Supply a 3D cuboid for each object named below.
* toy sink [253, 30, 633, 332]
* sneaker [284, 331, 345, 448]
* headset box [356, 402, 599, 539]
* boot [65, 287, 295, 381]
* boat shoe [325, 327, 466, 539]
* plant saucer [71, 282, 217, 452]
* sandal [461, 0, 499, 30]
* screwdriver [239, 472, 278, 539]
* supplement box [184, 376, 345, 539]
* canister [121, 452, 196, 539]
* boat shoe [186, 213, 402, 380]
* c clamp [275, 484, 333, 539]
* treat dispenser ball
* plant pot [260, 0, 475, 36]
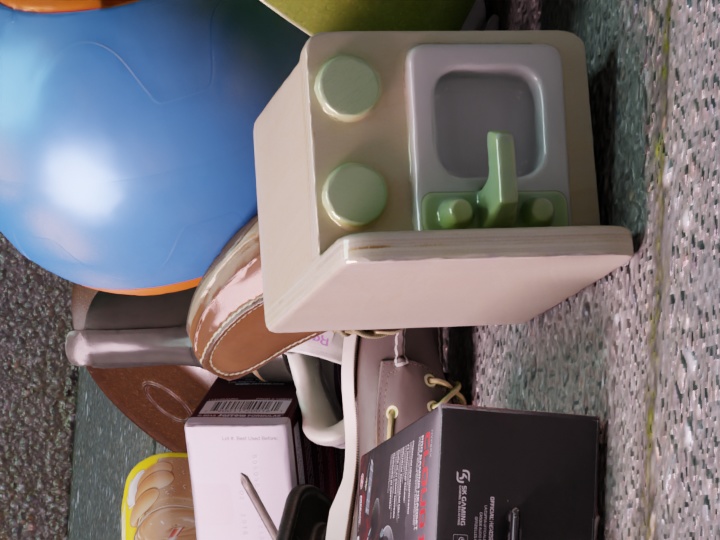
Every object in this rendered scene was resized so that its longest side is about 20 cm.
[{"bbox_3d":[0.032,-0.043,1.310,0.200,0.129,0.113,138,128,-76],"label":"toy sink"},{"bbox_3d":[0.000,0.000,1.570,0.099,0.074,0.202,-21,-67,-61],"label":"sneaker"},{"bbox_3d":[0.050,0.145,1.311,0.200,0.077,0.150,135,139,-76],"label":"headset box"},{"bbox_3d":[-0.072,0.003,1.687,0.200,0.137,0.078,-42,-53,-63],"label":"boot"},{"bbox_3d":[0.025,0.084,1.514,0.072,0.059,0.202,21,-107,-59],"label":"boat shoe"},{"bbox_3d":[-0.118,0.076,1.930,0.037,0.200,0.201,-53,-3,-24],"label":"plant saucer"},{"bbox_3d":[0.046,-0.130,1.524,0.079,0.059,0.208,-27,38,58],"label":"sandal"},{"bbox_3d":[-0.022,0.178,1.575,0.028,0.029,0.201,28,146,50],"label":"screwdriver"},{"bbox_3d":[-0.046,0.102,1.666,0.200,0.060,0.110,-57,-36,-70],"label":"supplement box"},{"bbox_3d":[-0.074,0.205,1.752,0.201,0.147,0.087,-97,15,-52],"label":"canister"},{"bbox_3d":[-0.003,-0.005,1.465,0.200,0.075,0.074,-39,55,21],"label":"boat shoe"},{"bbox_3d":[-0.006,0.211,1.527,0.171,0.027,0.200,54,-158,-25],"label":"c clamp"},{"bbox_3d":[-0.115,-0.088,1.530,0.201,0.199,0.202,-175,90,-79],"label":"treat dispenser ball"},{"bbox_3d":[0.017,-0.222,1.383,0.200,0.187,0.187,-52,20,13],"label":"plant pot"}]
